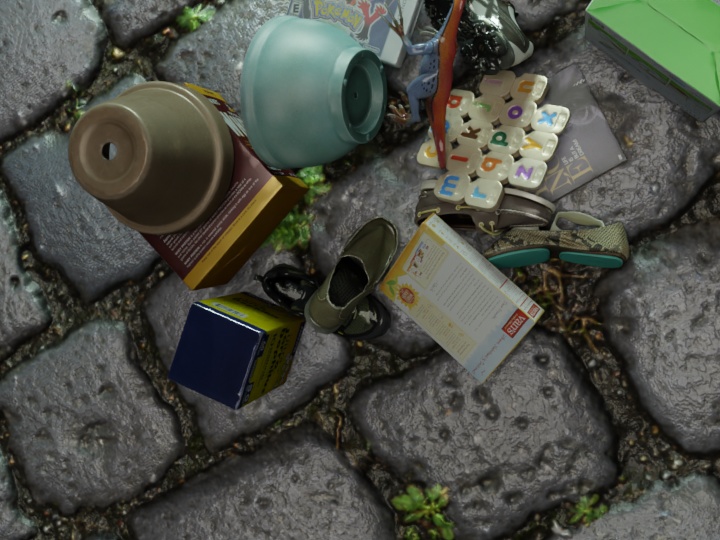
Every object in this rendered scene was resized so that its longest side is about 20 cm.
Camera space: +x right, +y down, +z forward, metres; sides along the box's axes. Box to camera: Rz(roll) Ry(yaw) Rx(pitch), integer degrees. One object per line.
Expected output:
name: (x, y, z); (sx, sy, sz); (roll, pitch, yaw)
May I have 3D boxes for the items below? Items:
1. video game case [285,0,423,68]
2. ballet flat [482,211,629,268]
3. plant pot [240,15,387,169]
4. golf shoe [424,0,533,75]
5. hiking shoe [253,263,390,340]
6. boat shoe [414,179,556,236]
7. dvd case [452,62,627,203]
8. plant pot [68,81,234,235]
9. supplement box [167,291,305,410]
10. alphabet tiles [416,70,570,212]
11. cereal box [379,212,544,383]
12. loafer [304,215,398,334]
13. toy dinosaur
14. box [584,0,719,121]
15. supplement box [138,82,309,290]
video game case: (0.000, -0.397, 1.339); (0.197, 0.023, 0.186); (24, 98, 26)
ballet flat: (0.260, -0.042, 1.302); (0.195, 0.068, 0.077); (-1, 71, 8)
plant pot: (-0.047, -0.232, 1.273); (0.132, 0.199, 0.205); (8, 95, 31)
golf shoe: (0.157, -0.343, 1.308); (0.202, 0.093, 0.078); (61, 146, 24)
hiking shoe: (-0.055, 0.051, 1.357); (0.196, 0.101, 0.077); (19, 98, 12)
boat shoe: (0.163, -0.076, 1.290); (0.197, 0.072, 0.061); (10, 73, 30)
dvd case: (0.240, -0.166, 1.318); (0.198, 0.016, 0.151); (-29, 86, 14)
plant pot: (-0.279, -0.148, 1.228); (0.196, 0.174, 0.205); (0, 92, 12)
supplement box: (-0.165, 0.105, 1.336); (0.108, 0.200, 0.111); (22, 98, 11)
alphabet tiles: (0.174, -0.175, 1.282); (0.193, 0.015, 0.203); (16, 75, 35)
cereal box: (0.133, 0.039, 1.311); (0.199, 0.039, 0.145); (42, 132, 7)
loafer: (0.000, 0.000, 1.314); (0.075, 0.070, 0.201); (37, 60, -7)
toy dinosaur: (0.110, -0.274, 1.263); (0.200, 0.105, 0.182); (48, 130, 4)
box: (0.381, -0.284, 1.195); (0.199, 0.176, 0.097); (38, 101, 9)
supplement box: (-0.218, -0.117, 1.372); (0.200, 0.133, 0.198); (45, 102, 7)
